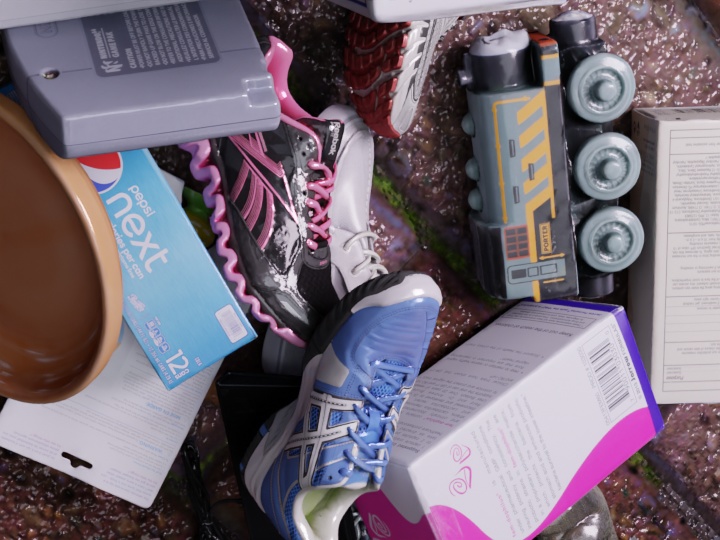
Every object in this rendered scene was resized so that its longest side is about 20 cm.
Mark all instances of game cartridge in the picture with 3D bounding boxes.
[{"bbox_3d":[-0.132,-0.135,0.740,0.132,0.201,0.041,-6,133,-17],"label":"game cartridge"}]

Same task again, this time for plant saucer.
[{"bbox_3d":[-0.210,-0.019,0.773,0.037,0.199,0.202,-37,122,-48],"label":"plant saucer"}]

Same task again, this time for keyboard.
[{"bbox_3d":[-0.066,0.155,0.912,0.126,0.021,0.201,0,118,16],"label":"keyboard"}]

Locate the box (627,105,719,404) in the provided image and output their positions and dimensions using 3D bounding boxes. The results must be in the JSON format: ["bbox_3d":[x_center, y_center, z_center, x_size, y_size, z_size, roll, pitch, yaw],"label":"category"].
[{"bbox_3d":[0.241,-0.012,0.942,0.094,0.078,0.202,-1,103,-3],"label":"box"}]

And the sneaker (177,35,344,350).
[{"bbox_3d":[-0.045,-0.051,0.807,0.095,0.079,0.201,-25,86,19],"label":"sneaker"}]

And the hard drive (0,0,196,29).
[{"bbox_3d":[-0.194,-0.178,0.737,0.198,0.132,0.027,-11,134,-14],"label":"hard drive"}]

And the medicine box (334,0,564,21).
[{"bbox_3d":[0.018,-0.235,0.638,0.102,0.182,0.202,-10,111,-15],"label":"medicine box"}]

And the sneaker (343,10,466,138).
[{"bbox_3d":[0.052,-0.178,0.835,0.082,0.078,0.202,20,89,-29],"label":"sneaker"}]

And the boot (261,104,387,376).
[{"bbox_3d":[0.000,0.000,0.866,0.073,0.095,0.202,-18,125,-52],"label":"boot"}]

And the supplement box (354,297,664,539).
[{"bbox_3d":[0.094,0.112,0.904,0.199,0.103,0.102,-33,111,-28],"label":"supplement box"}]

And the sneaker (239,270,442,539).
[{"bbox_3d":[0.000,0.087,0.796,0.075,0.077,0.201,4,127,-36],"label":"sneaker"}]

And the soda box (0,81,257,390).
[{"bbox_3d":[-0.141,-0.032,0.801,0.064,0.068,0.201,-30,96,-7],"label":"soda box"}]

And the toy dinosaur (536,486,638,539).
[{"bbox_3d":[0.154,0.197,1.011,0.102,0.077,0.201,-33,87,-13],"label":"toy dinosaur"}]

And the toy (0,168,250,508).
[{"bbox_3d":[-0.145,0.038,0.867,0.115,0.047,0.201,27,92,-18],"label":"toy"}]

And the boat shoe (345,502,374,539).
[{"bbox_3d":[-0.001,0.179,0.947,0.071,0.069,0.202,-17,112,-12],"label":"boat shoe"}]

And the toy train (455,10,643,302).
[{"bbox_3d":[0.127,-0.072,0.905,0.113,0.085,0.202,-10,110,-5],"label":"toy train"}]
